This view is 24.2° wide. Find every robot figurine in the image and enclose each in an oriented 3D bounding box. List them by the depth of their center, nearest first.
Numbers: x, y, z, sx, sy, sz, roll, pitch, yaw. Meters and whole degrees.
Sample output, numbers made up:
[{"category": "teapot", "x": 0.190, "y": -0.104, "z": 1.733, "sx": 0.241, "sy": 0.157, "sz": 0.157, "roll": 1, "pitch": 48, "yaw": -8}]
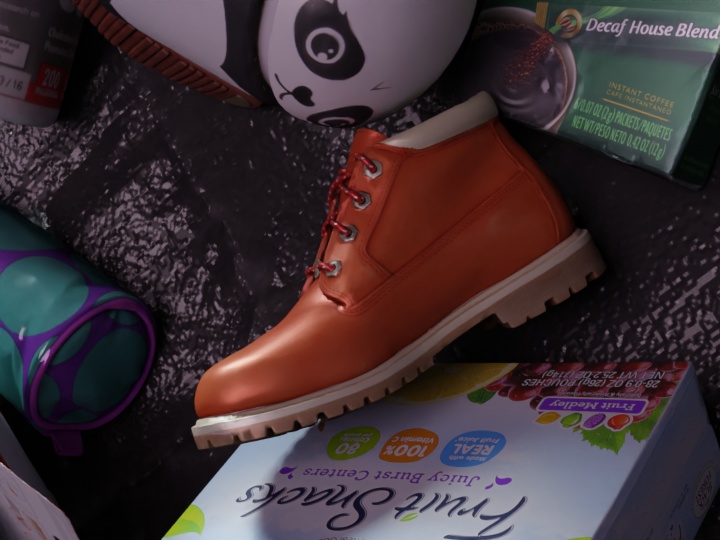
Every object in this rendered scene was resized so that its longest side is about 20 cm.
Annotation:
[{"category": "robot figurine", "x": -0.044, "y": -0.143, "z": 0.740, "sx": 0.200, "sy": 0.150, "sz": 0.125, "roll": 32, "pitch": 111, "yaw": 23}]

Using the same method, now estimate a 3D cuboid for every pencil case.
[{"category": "pencil case", "x": -0.206, "y": 0.011, "z": 0.908, "sx": 0.200, "sy": 0.085, "sz": 0.093, "roll": 30, "pitch": 97, "yaw": 30}]

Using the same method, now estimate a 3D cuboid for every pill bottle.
[{"category": "pill bottle", "x": -0.194, "y": -0.187, "z": 0.904, "sx": 0.114, "sy": 0.114, "sz": 0.200, "roll": 19, "pitch": 95, "yaw": 32}]

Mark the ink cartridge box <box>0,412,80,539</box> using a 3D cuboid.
[{"category": "ink cartridge box", "x": -0.177, "y": 0.097, "z": 0.840, "sx": 0.200, "sy": 0.163, "sz": 0.057, "roll": 25, "pitch": 61, "yaw": 29}]

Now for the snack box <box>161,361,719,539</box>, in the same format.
[{"category": "snack box", "x": 0.027, "y": 0.110, "z": 0.696, "sx": 0.200, "sy": 0.169, "sz": 0.068, "roll": -3, "pitch": 121, "yaw": 37}]

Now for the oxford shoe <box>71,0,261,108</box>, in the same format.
[{"category": "oxford shoe", "x": -0.116, "y": -0.159, "z": 0.836, "sx": 0.074, "sy": 0.200, "sz": 0.071, "roll": -56, "pitch": 19, "yaw": -12}]

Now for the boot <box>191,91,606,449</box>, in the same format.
[{"category": "boot", "x": 0.000, "y": 0.000, "z": 0.719, "sx": 0.107, "sy": 0.200, "sz": 0.075, "roll": 62, "pitch": 157, "yaw": -5}]

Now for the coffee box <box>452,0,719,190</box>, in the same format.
[{"category": "coffee box", "x": 0.128, "y": -0.150, "z": 0.740, "sx": 0.123, "sy": 0.044, "sz": 0.200, "roll": 25, "pitch": 98, "yaw": 31}]
